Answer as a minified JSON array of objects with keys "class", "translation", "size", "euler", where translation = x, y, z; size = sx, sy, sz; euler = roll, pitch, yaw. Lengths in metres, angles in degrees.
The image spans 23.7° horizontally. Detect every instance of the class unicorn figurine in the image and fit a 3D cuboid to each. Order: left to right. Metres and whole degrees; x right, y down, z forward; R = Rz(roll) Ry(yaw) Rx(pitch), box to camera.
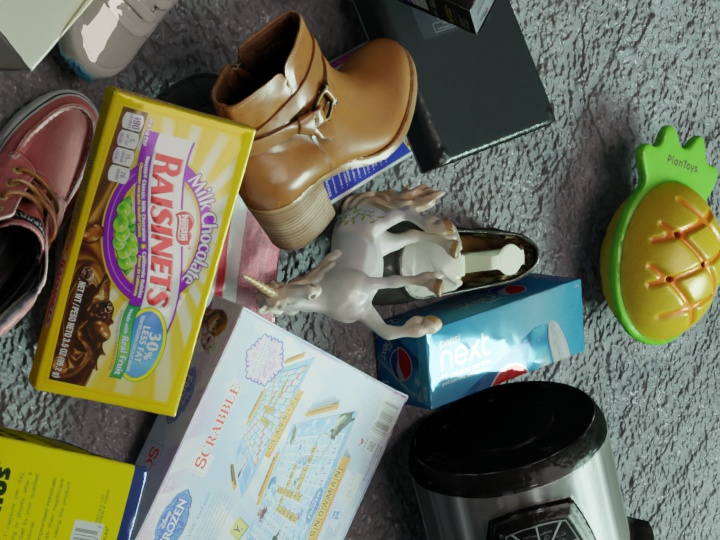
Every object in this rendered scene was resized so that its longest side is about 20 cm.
[{"class":"unicorn figurine","translation":[0.000,0.000,1.315],"size":[0.200,0.136,0.075],"euler":[-66,160,-61]}]

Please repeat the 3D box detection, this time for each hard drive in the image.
[{"class":"hard drive","translation":[0.068,-0.191,1.370],"size":[0.139,0.033,0.202],"euler":[-22,90,-37]}]

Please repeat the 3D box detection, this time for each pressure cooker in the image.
[{"class":"pressure cooker","translation":[0.143,0.215,1.446],"size":[0.178,0.175,0.202],"euler":[-32,118,-40]}]

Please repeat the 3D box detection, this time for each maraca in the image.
[{"class":"maraca","translation":[0.283,-0.031,1.594],"size":[0.136,0.106,0.202],"euler":[13,86,-43]}]

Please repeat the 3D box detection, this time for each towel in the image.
[{"class":"towel","translation":[-0.135,-0.009,1.257],"size":[0.199,0.023,0.146],"euler":[3,93,-44]}]

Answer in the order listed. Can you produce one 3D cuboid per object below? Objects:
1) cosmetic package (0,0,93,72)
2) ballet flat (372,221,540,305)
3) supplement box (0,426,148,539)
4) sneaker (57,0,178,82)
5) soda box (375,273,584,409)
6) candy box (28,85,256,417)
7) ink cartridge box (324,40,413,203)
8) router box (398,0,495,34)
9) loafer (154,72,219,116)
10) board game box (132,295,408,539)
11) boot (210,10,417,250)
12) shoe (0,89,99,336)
[{"class":"cosmetic package","translation":[-0.200,-0.224,1.112],"size":[0.201,0.103,0.073],"euler":[-55,128,-23]},{"class":"ballet flat","translation":[0.075,-0.011,1.424],"size":[0.199,0.068,0.069],"euler":[-9,96,-43]},{"class":"supplement box","translation":[-0.254,0.153,1.104],"size":[0.199,0.108,0.111],"euler":[20,82,-43]},{"class":"sneaker","translation":[-0.141,-0.218,1.183],"size":[0.076,0.080,0.201],"euler":[43,68,-40]},{"class":"soda box","translation":[0.105,0.057,1.466],"size":[0.199,0.064,0.069],"euler":[-16,106,-41]},{"class":"candy box","translation":[-0.143,-0.010,1.123],"size":[0.101,0.026,0.202],"euler":[13,98,-26]},{"class":"ink cartridge box","translation":[-0.005,-0.120,1.357],"size":[0.199,0.037,0.096],"euler":[-34,118,-38]},{"class":"router box","translation":[0.061,-0.300,1.287],"size":[0.201,0.156,0.052],"euler":[-62,165,-7]},{"class":"loafer","translation":[-0.150,-0.052,1.200],"size":[0.071,0.063,0.201],"euler":[31,64,-7]},{"class":"board game box","translation":[-0.076,0.148,1.303],"size":[0.199,0.041,0.202],"euler":[32,81,-43]},{"class":"boot","translation":[-0.034,-0.132,1.227],"size":[0.201,0.076,0.156],"euler":[-52,145,-24]},{"class":"shoe","translation":[-0.218,-0.035,1.118],"size":[0.071,0.091,0.201],"euler":[40,69,-25]}]
